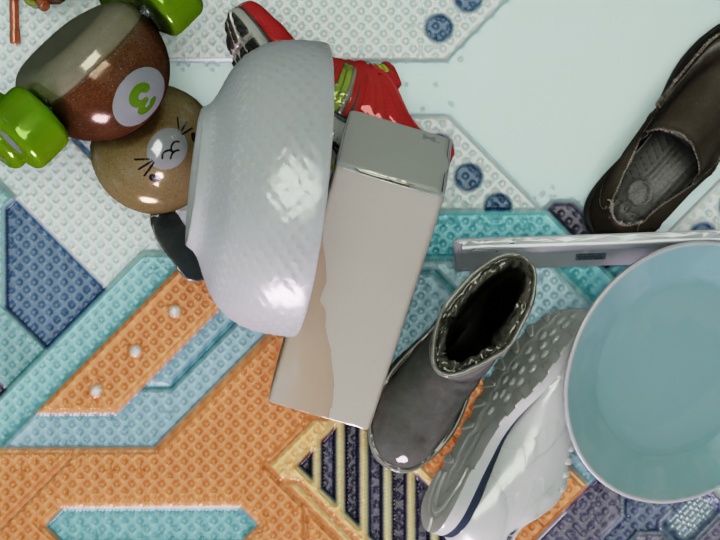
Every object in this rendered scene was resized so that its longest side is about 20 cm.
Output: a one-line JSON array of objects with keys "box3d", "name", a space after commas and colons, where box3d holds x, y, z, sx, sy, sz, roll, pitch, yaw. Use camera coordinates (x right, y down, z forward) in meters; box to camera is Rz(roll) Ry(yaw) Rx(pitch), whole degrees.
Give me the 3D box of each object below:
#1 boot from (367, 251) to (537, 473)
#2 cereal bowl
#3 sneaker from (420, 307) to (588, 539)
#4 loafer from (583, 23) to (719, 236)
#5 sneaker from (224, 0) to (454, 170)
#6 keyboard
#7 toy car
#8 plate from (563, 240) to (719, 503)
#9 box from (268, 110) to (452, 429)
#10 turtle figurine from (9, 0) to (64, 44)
[{"box3d": [0.065, 0.068, 1.678, 0.072, 0.200, 0.182, 29, 91, -4], "name": "boot"}, {"box3d": [-0.072, -0.059, 1.614, 0.083, 0.200, 0.201, 7, 92, -6], "name": "cereal bowl"}, {"box3d": [0.125, 0.121, 1.754, 0.080, 0.076, 0.200, 31, 93, -18], "name": "sneaker"}, {"box3d": [0.241, -0.097, 1.742, 0.073, 0.071, 0.200, 34, 91, -3], "name": "loafer"}, {"box3d": [-0.015, -0.128, 1.745, 0.200, 0.077, 0.085, 44, 71, -7], "name": "sneaker"}, {"box3d": [0.168, -0.014, 1.746, 0.199, 0.056, 0.011, -2, 74, 2], "name": "keyboard"}, {"box3d": [-0.148, -0.093, 1.703, 0.164, 0.158, 0.200, -46, 106, -12], "name": "toy car"}, {"box3d": [0.232, 0.072, 1.743, 0.199, 0.026, 0.201, -7, 109, -22], "name": "plate"}, {"box3d": [0.000, 0.000, 1.688, 0.077, 0.095, 0.201, 16, 118, -2], "name": "box"}, {"box3d": [-0.189, -0.239, 1.698, 0.064, 0.161, 0.200, 25, 95, -20], "name": "turtle figurine"}]
